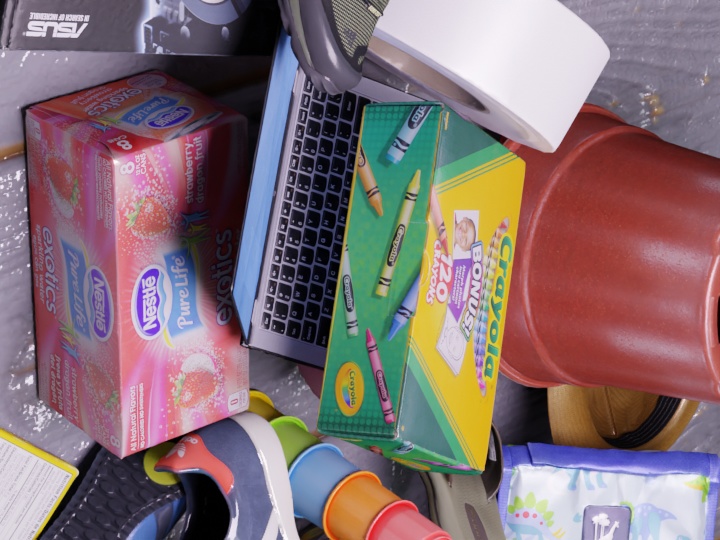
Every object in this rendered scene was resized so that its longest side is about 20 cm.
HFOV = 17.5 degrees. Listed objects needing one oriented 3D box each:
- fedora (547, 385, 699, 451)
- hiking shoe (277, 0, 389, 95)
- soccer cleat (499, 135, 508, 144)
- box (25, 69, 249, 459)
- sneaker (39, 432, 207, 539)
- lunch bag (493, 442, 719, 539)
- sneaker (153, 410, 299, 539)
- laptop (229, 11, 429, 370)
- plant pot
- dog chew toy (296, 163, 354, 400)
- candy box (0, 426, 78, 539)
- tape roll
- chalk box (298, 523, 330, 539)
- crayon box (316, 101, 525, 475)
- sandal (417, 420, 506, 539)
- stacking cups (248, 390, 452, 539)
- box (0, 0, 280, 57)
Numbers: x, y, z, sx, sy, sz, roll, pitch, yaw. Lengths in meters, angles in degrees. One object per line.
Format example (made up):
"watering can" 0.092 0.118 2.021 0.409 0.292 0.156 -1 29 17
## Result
"fedora" 0.185 0.056 1.751 0.200 0.082 0.202 -16 115 -37
"hiking shoe" 0.017 -0.195 1.294 0.076 0.100 0.202 26 73 -64
"soccer cleat" 0.102 -0.038 1.633 0.085 0.068 0.201 39 78 -43
"box" -0.133 -0.005 1.402 0.102 0.094 0.202 -19 123 -36
"sneaker" -0.154 0.160 1.506 0.200 0.066 0.079 -51 171 -23
"lunch bag" 0.164 0.208 1.712 0.169 0.128 0.201 2 127 -10
"sneaker" -0.075 0.193 1.465 0.084 0.075 0.201 -22 94 -33
"laptop" -0.005 -0.043 1.385 0.199 0.116 0.189 18 74 -30
"plant pot" 0.205 0.000 1.558 0.200 0.194 0.203 -12 108 -41
"dog chew toy" 0.000 0.000 1.519 0.124 0.124 0.201 -35 120 -25
"candy box" -0.263 0.187 1.430 0.201 0.026 0.102 -58 140 -3
"tape roll" 0.051 -0.151 1.424 0.202 0.202 0.071 32 88 -48
"chalk box" -0.009 0.247 1.603 0.199 0.124 0.124 -35 99 -24
"crayon box" 0.038 0.012 1.396 0.119 0.058 0.202 27 68 -58
"sandal" 0.073 0.127 1.617 0.057 0.202 0.079 -37 151 31
"stacking cups" -0.022 0.147 1.512 0.060 0.200 0.061 -21 127 -32
"box" -0.128 -0.211 1.303 0.199 0.086 0.165 -2 113 -43
